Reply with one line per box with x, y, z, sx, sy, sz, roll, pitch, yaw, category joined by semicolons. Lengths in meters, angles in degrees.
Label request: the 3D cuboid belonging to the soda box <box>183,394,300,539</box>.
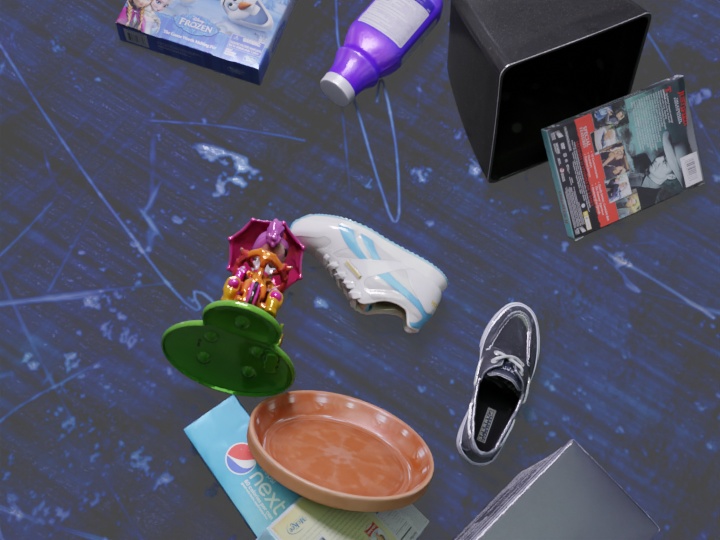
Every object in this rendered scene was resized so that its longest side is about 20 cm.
-0.105;0.237;0.983;0.068;0.064;0.200;-34;75;-16;soda box

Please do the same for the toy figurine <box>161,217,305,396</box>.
-0.119;0.014;1.017;0.150;0.200;0.185;18;56;-6;toy figurine

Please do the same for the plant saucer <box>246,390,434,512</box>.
-0.022;0.190;0.959;0.199;0.200;0.032;18;109;3;plant saucer

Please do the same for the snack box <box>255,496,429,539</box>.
-0.015;0.265;0.921;0.116;0.200;0.037;44;116;10;snack box

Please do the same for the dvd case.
0.330;-0.141;1.141;0.199;0.022;0.147;-23;108;-11;dvd case

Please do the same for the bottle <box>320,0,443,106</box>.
0.025;-0.299;1.197;0.083;0.065;0.200;34;71;10;bottle

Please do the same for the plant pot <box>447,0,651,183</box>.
0.210;-0.265;1.138;0.199;0.200;0.178;-22;58;-11;plant pot

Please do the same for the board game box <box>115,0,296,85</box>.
-0.192;-0.366;1.220;0.199;0.043;0.200;18;68;3;board game box

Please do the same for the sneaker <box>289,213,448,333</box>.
0.000;0.000;1.076;0.199;0.077;0.081;26;72;8;sneaker

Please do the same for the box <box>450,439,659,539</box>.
0.160;0.292;0.908;0.200;0.199;0.123;-41;76;-16;box

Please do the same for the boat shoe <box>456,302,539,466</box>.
0.161;0.122;1.043;0.071;0.068;0.201;23;69;5;boat shoe
